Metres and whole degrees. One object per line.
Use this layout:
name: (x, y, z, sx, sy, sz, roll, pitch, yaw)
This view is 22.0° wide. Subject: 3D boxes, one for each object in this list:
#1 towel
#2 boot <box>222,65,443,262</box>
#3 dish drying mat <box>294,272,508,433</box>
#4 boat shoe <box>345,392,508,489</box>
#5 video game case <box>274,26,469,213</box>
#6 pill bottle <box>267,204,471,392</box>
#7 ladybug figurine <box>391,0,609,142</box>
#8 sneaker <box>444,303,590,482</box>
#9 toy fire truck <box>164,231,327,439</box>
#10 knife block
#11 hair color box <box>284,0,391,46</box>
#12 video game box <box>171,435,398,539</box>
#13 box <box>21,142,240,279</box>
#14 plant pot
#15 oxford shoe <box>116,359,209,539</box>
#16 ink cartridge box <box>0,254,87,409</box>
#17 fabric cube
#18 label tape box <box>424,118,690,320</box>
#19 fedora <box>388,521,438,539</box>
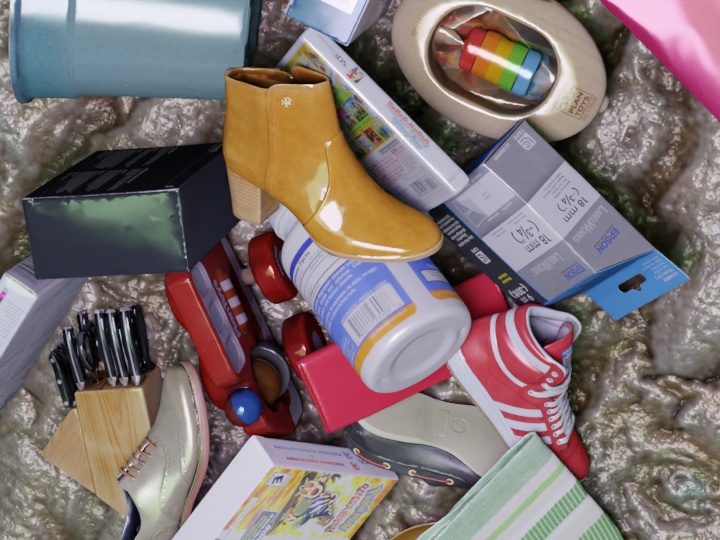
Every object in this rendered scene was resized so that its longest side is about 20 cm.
towel: (0.154, 0.256, 1.694, 0.153, 0.023, 0.200, -44, 124, -2)
boot: (-0.024, -0.092, 1.538, 0.201, 0.071, 0.144, 14, 126, 17)
dish drying mat: (0.044, 0.074, 1.689, 0.200, 0.018, 0.077, -25, 105, -8)
boat shoe: (0.085, 0.166, 1.730, 0.201, 0.074, 0.063, 17, 138, -2)
video game case: (0.000, -0.120, 1.598, 0.182, 0.200, 0.023, 45, 77, -5)
pill bottle: (0.000, 0.000, 1.637, 0.112, 0.112, 0.200, -46, 62, 19)
ladybug figurine: (0.124, -0.186, 1.609, 0.200, 0.072, 0.136, 29, 110, 2)
sneaker: (0.172, 0.111, 1.662, 0.112, 0.071, 0.200, -25, 118, 35)
toy fire truck: (-0.112, 0.066, 1.678, 0.112, 0.168, 0.200, -18, 104, 16)
knife block: (-0.215, 0.132, 1.774, 0.200, 0.064, 0.176, 37, 110, -2)
hair color box: (0.000, -0.257, 1.543, 0.060, 0.200, 0.100, 27, 108, 2)
video game box: (-0.086, 0.245, 1.730, 0.200, 0.182, 0.047, -53, 56, 20)
box: (-0.195, -0.055, 1.641, 0.141, 0.200, 0.079, -5, 104, 13)
plant pot: (-0.187, -0.231, 1.601, 0.196, 0.200, 0.200, 8, 108, 1)
oxford shoe: (-0.185, 0.181, 1.717, 0.074, 0.071, 0.200, 2, 99, -22)
ink cartridge box: (-0.322, 0.062, 1.703, 0.043, 0.196, 0.200, 36, 109, 0)
fabric cube: (0.323, -0.238, 1.490, 0.199, 0.200, 0.196, 43, 110, -2)
label tape box: (0.167, -0.022, 1.614, 0.200, 0.144, 0.063, 43, 65, -3)
fedora: (0.085, 0.342, 1.769, 0.200, 0.082, 0.201, 3, 108, 10)
